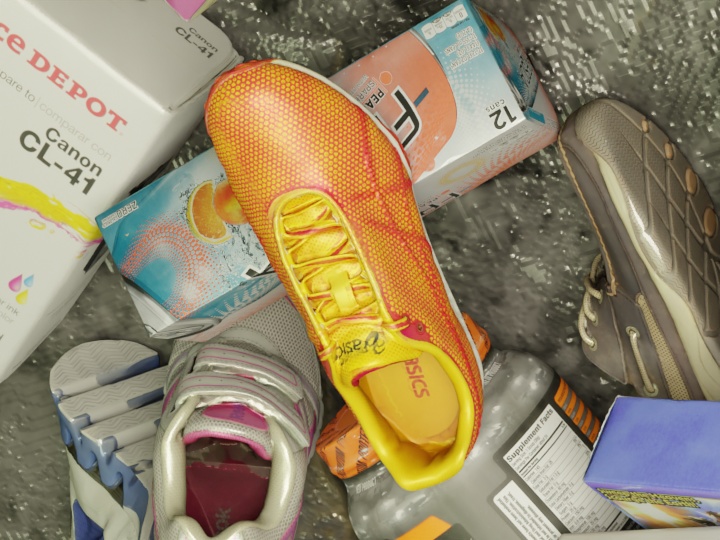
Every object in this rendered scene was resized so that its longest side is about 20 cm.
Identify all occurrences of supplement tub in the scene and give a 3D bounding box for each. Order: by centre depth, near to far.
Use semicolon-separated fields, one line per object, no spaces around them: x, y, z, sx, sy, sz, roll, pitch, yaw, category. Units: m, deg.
0.079;0.124;1.149;0.200;0.123;0.122;48;124;-5;supplement tub

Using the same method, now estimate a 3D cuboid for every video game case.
0.220;0.113;0.988;0.181;0.046;0.200;37;158;-34;video game case

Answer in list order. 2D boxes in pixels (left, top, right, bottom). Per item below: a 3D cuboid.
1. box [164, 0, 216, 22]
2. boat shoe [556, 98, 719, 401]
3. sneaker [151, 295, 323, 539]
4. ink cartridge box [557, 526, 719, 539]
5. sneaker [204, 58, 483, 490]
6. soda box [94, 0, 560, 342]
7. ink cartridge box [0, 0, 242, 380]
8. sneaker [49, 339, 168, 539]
-0.064;-0.223;0.982;0.176;0.200;0.097;45;123;-3;box
0.131;0.020;1.101;0.073;0.075;0.200;-21;105;30;boat shoe
-0.055;0.076;1.143;0.081;0.201;0.088;4;144;-4;sneaker
0.181;0.187;1.031;0.200;0.086;0.147;32;160;-20;ink cartridge box
0.000;0.000;1.022;0.073;0.077;0.200;-27;109;15;sneaker
-0.014;-0.042;1.093;0.200;0.068;0.064;-30;77;15;soda box
-0.174;-0.065;1.173;0.147;0.086;0.200;38;126;1;ink cartridge box
-0.095;0.138;1.232;0.200;0.080;0.115;55;152;40;sneaker
